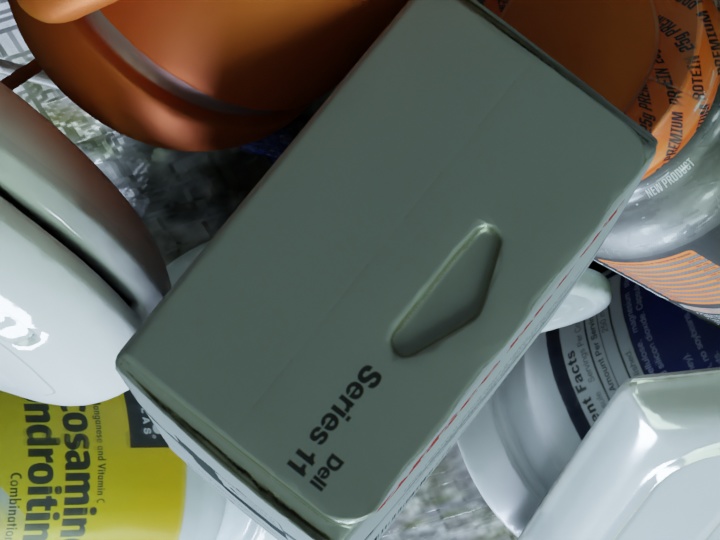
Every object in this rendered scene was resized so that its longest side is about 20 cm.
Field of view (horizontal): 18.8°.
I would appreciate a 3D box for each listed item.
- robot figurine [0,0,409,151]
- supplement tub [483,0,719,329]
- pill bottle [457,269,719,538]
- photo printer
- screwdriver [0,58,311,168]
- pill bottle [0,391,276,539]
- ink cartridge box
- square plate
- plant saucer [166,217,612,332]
[{"bbox_3d":[-0.030,-0.111,0.637,0.117,0.144,0.200,30,132,-25],"label":"robot figurine"},{"bbox_3d":[0.132,-0.048,0.811,0.122,0.123,0.200,-30,148,26],"label":"supplement tub"},{"bbox_3d":[0.147,0.046,0.988,0.200,0.116,0.116,-29,148,27],"label":"pill bottle"},{"bbox_3d":[-0.162,-0.025,0.668,0.200,0.070,0.166,14,163,27],"label":"photo printer"},{"bbox_3d":[-0.056,-0.055,0.806,0.029,0.028,0.200,0,170,41],"label":"screwdriver"},{"bbox_3d":[-0.127,0.085,0.940,0.200,0.112,0.112,1,148,-26],"label":"pill bottle"},{"bbox_3d":[0.007,0.013,0.671,0.147,0.083,0.200,-51,174,-9],"label":"ink cartridge box"},{"bbox_3d":[0.176,0.094,0.938,0.198,0.028,0.200,-4,150,-17],"label":"square plate"},{"bbox_3d":[0.000,0.000,0.877,0.200,0.050,0.200,-4,171,-1],"label":"plant saucer"}]
